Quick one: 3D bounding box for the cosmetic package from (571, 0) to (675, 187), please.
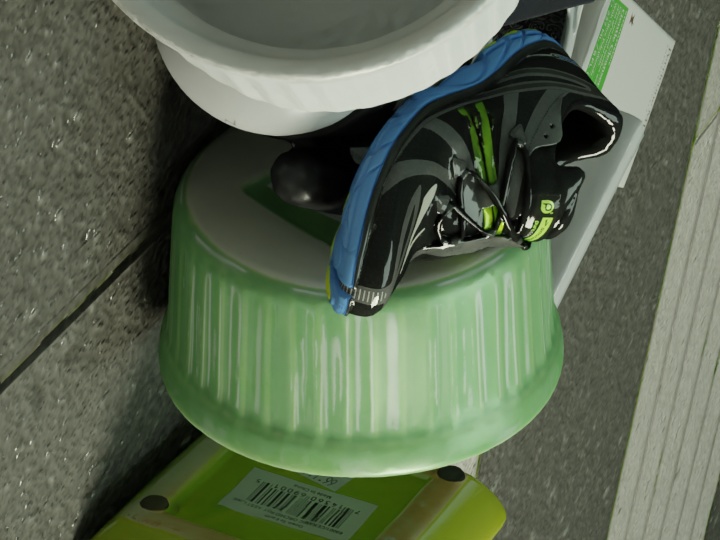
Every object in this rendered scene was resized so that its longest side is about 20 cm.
[{"bbox_3d":[0.122,-0.123,1.773,0.108,0.084,0.200,-71,161,1],"label":"cosmetic package"}]

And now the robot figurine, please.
[{"bbox_3d":[-0.015,-0.118,1.304,0.125,0.151,0.200,-40,168,14],"label":"robot figurine"}]

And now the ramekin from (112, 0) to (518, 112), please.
[{"bbox_3d":[-0.015,-0.160,1.153,0.098,0.199,0.201,61,53,-77],"label":"ramekin"}]

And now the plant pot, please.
[{"bbox_3d":[-0.038,0.192,1.502,0.199,0.199,0.183,-41,142,-54],"label":"plant pot"}]

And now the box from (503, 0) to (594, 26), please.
[{"bbox_3d":[0.076,-0.237,1.470,0.182,0.104,0.201,-23,132,-64],"label":"box"}]

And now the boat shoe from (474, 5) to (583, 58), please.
[{"bbox_3d":[0.094,-0.155,1.610,0.069,0.072,0.201,133,-27,-75],"label":"boat shoe"}]

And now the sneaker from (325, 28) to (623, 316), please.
[{"bbox_3d":[0.053,-0.041,1.290,0.199,0.083,0.071,-40,160,-43],"label":"sneaker"}]

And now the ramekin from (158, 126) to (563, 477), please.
[{"bbox_3d":[0.000,0.000,1.387,0.200,0.199,0.098,-48,146,-47],"label":"ramekin"}]

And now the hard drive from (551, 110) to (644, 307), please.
[{"bbox_3d":[0.059,-0.021,1.626,0.201,0.131,0.026,-62,162,-18],"label":"hard drive"}]
